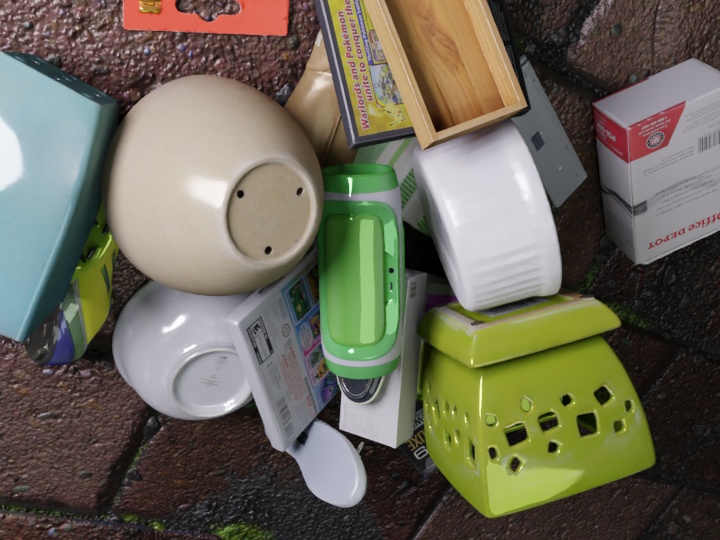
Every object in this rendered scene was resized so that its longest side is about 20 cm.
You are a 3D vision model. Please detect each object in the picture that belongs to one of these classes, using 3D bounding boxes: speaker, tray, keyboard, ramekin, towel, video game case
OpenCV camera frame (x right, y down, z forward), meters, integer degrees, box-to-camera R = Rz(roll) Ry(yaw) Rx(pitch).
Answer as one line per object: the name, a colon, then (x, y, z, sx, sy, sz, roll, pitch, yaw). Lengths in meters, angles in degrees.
speaker: (0.000, 0.000, 0.818, 0.087, 0.088, 0.203, -7, 107, -18)
tray: (0.065, -0.220, 0.736, 0.097, 0.037, 0.203, -21, 90, -15)
keyboard: (0.210, -0.156, 0.959, 0.056, 0.011, 0.200, -41, 128, -1)
ramekin: (0.125, -0.056, 0.852, 0.096, 0.202, 0.202, -19, 128, 0)
towel: (0.082, -0.120, 0.927, 0.199, 0.023, 0.153, 27, 107, -33)
video game case: (0.052, -0.228, 0.765, 0.178, 0.025, 0.203, -13, 88, -15)
video game case: (-0.060, 0.076, 0.939, 0.182, 0.023, 0.202, -45, 137, -34)

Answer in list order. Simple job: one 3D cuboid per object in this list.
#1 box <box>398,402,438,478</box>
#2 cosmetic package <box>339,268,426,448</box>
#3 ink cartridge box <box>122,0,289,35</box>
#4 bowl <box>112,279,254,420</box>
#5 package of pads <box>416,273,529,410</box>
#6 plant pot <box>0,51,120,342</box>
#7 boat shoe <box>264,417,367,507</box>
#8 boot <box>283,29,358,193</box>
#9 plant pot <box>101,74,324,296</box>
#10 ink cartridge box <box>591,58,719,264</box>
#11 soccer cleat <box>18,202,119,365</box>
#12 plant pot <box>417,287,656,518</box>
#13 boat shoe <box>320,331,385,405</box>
box: (0.128, 0.175, 1.124, 0.199, 0.050, 0.158, -34, 127, 1)
cosmetic package: (0.026, 0.096, 0.967, 0.050, 0.082, 0.203, -17, 115, -57)
ink cartridge box: (-0.123, -0.299, 0.703, 0.158, 0.047, 0.203, -4, 121, -21)
bowl: (-0.172, 0.099, 0.923, 0.198, 0.091, 0.203, -11, 126, -16)
package of pads: (0.151, 0.099, 1.020, 0.197, 0.068, 0.157, 10, 101, -8)
plant pot: (-0.296, -0.076, 0.708, 0.140, 0.141, 0.202, 26, 99, -11)
boat shoe: (-0.038, 0.228, 0.999, 0.086, 0.201, 0.075, 32, 85, -38)
boot: (-0.001, -0.143, 0.841, 0.173, 0.066, 0.202, 22, 112, -8)
plant pot: (-0.108, -0.063, 0.721, 0.198, 0.134, 0.204, -12, 111, -33)
ink cartridge box: (0.370, -0.129, 1.001, 0.145, 0.083, 0.202, -23, 127, -6)
soccer cleat: (-0.281, 0.009, 0.847, 0.083, 0.064, 0.202, 2, 121, -59)
plant pot: (0.174, 0.121, 0.891, 0.197, 0.199, 0.184, -13, 100, -12)
boat shoe: (-0.008, 0.054, 0.914, 0.062, 0.074, 0.203, -20, 114, -59)
